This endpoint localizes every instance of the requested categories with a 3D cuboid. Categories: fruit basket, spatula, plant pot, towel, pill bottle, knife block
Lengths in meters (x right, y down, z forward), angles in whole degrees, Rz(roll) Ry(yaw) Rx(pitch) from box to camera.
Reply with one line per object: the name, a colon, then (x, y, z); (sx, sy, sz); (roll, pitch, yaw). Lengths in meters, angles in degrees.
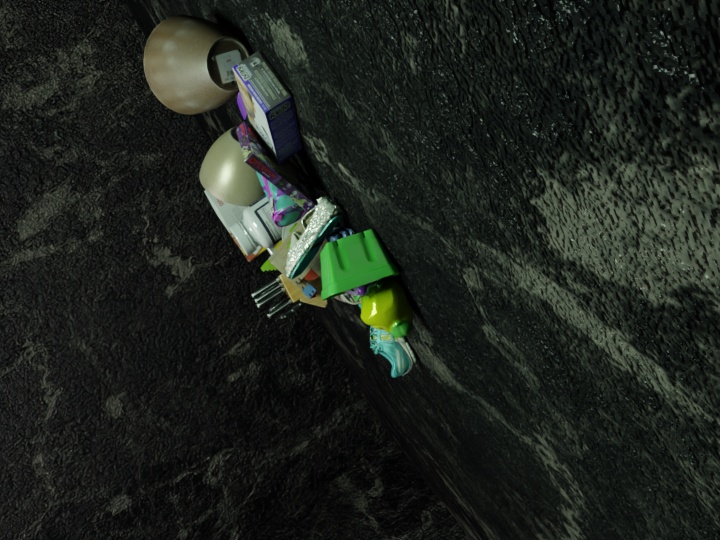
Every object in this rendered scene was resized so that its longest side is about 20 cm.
fruit basket: (0.009, 0.040, 1.264); (0.215, 0.151, 0.222); (163, 90, -81)
spatula: (-0.282, -0.382, 1.687); (0.200, 0.020, 0.058); (92, 156, -79)
plant pot: (-0.290, -0.391, 1.297); (0.198, 0.187, 0.189); (20, 146, 51)
plant pot: (-0.291, -0.275, 1.693); (0.201, 0.197, 0.137); (50, 134, 32)
towel: (0.000, 0.000, 1.425); (0.203, 0.048, 0.111); (59, 171, -15)
pill bottle: (-0.216, -0.127, 1.655); (0.112, 0.198, 0.111); (53, 171, 12)
knife block: (-0.152, 0.017, 1.562); (0.171, 0.206, 0.064); (15, 175, -11)

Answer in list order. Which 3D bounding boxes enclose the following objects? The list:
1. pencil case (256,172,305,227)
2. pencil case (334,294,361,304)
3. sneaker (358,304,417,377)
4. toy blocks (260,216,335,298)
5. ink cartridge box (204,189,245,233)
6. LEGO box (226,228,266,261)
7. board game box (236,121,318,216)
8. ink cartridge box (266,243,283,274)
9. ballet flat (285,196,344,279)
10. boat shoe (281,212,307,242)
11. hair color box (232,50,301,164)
pencil case: (-0.186, -0.203, 1.481); (0.085, 0.091, 0.204); (-36, 72, 42)
pencil case: (-0.033, 0.029, 1.608); (0.200, 0.076, 0.092); (-175, 63, -78)
sneaker: (0.053, 0.152, 1.569); (0.202, 0.079, 0.078); (56, 171, 6)
toy blocks: (-0.102, -0.033, 1.490); (0.136, 0.201, 0.100); (42, 177, -19)
ink cartridge box: (-0.313, -0.214, 1.872); (0.147, 0.198, 0.084); (44, 166, 49)
LEGO box: (-0.266, -0.129, 1.916); (0.078, 0.198, 0.149); (57, 170, -23)
board game box: (-0.163, -0.202, 1.366); (0.199, 0.032, 0.121); (37, -163, -40)
ink cartridge box: (-0.160, -0.061, 1.760); (0.202, 0.144, 0.088); (55, 173, 4)
ballet flat: (-0.103, -0.071, 1.384); (0.071, 0.201, 0.073); (27, -147, -20)
boat shoe: (-0.148, -0.115, 1.566); (0.060, 0.072, 0.206); (95, 166, -77)
hair color box: (-0.168, -0.295, 1.259); (0.110, 0.064, 0.201); (54, 169, 15)
